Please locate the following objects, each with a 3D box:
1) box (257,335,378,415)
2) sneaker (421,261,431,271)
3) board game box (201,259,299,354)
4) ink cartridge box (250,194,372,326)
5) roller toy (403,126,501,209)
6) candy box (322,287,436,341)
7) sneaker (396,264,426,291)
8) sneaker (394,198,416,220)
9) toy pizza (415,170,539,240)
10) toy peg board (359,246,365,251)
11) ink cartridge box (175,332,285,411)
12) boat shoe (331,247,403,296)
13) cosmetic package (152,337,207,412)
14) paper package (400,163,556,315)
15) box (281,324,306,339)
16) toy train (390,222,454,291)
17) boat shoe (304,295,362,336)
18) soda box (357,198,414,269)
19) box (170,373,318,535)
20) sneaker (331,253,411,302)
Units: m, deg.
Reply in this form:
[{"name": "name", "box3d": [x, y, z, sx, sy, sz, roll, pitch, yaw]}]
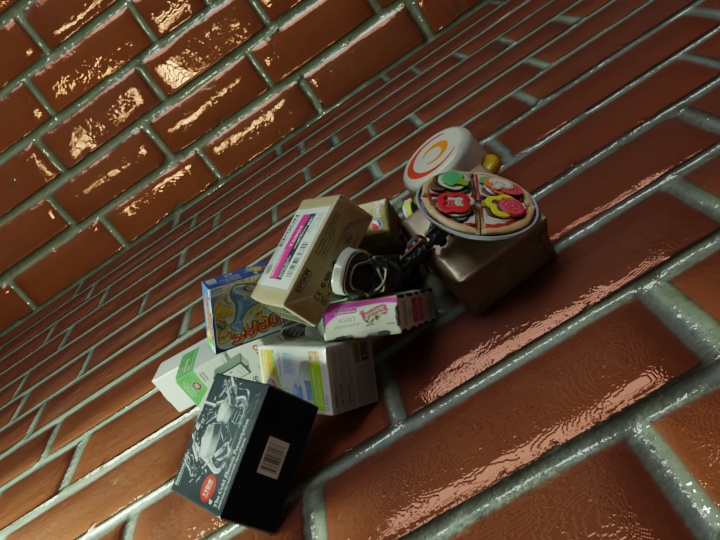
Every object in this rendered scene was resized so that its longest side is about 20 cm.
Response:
[{"name": "box", "box3d": [-0.076, 0.173, 1.162, 0.100, 0.114, 0.199, -8, 2, -41]}, {"name": "sneaker", "box3d": [0.177, -0.042, 1.304, 0.199, 0.078, 0.078, -2, 38, 50]}, {"name": "board game box", "box3d": [-0.180, 0.055, 1.219, 0.198, 0.137, 0.034, -19, 37, -31]}, {"name": "ink cartridge box", "box3d": [-0.083, -0.019, 1.126, 0.164, 0.075, 0.202, 4, 65, 62]}, {"name": "roller toy", "box3d": [0.201, -0.209, 1.504, 0.199, 0.140, 0.183, -40, 28, 14]}, {"name": "candy box", "box3d": [0.035, 0.071, 1.152, 0.134, 0.062, 0.200, -8, 0, 22]}, {"name": "sneaker", "box3d": [0.046, -0.006, 1.418, 0.106, 0.075, 0.200, -39, 25, -8]}, {"name": "sneaker", "box3d": [0.081, -0.103, 1.415, 0.084, 0.075, 0.200, -24, -2, 5]}, {"name": "toy pizza", "box3d": [0.187, -0.115, 1.092, 0.197, 0.032, 0.201, 2, 37, -2]}, {"name": "toy peg board", "box3d": [-0.035, -0.005, 1.454, 0.201, 0.097, 0.201, -57, 24, 36]}, {"name": "ink cartridge box", "box3d": [-0.234, 0.195, 1.333, 0.198, 0.147, 0.084, -29, 25, 14]}, {"name": "boat shoe", "box3d": [0.016, 0.005, 1.067, 0.063, 0.072, 0.200, 14, 7, 21]}, {"name": "cosmetic package", "box3d": [-0.343, 0.217, 1.501, 0.198, 0.102, 0.072, -28, 24, 16]}, {"name": "paper package", "box3d": [0.203, -0.058, 1.186, 0.190, 0.104, 0.200, -37, 45, -2]}, {"name": "box", "box3d": [-0.123, 0.043, 1.431, 0.201, 0.049, 0.162, -58, 21, 32]}, {"name": "toy train", "box3d": [0.096, -0.034, 1.147, 0.200, 0.034, 0.046, -45, 39, 37]}, {"name": "boat shoe", "box3d": [-0.044, 0.091, 1.314, 0.065, 0.074, 0.200, -40, -6, -40]}, {"name": "soda box", "box3d": [0.049, -0.058, 1.256, 0.067, 0.200, 0.065, -11, 68, 16]}, {"name": "box", "box3d": [-0.185, 0.281, 1.078, 0.181, 0.104, 0.202, -4, 62, 53]}, {"name": "sneaker", "box3d": [0.000, 0.000, 1.223, 0.198, 0.074, 0.071, -10, 33, -32]}]
